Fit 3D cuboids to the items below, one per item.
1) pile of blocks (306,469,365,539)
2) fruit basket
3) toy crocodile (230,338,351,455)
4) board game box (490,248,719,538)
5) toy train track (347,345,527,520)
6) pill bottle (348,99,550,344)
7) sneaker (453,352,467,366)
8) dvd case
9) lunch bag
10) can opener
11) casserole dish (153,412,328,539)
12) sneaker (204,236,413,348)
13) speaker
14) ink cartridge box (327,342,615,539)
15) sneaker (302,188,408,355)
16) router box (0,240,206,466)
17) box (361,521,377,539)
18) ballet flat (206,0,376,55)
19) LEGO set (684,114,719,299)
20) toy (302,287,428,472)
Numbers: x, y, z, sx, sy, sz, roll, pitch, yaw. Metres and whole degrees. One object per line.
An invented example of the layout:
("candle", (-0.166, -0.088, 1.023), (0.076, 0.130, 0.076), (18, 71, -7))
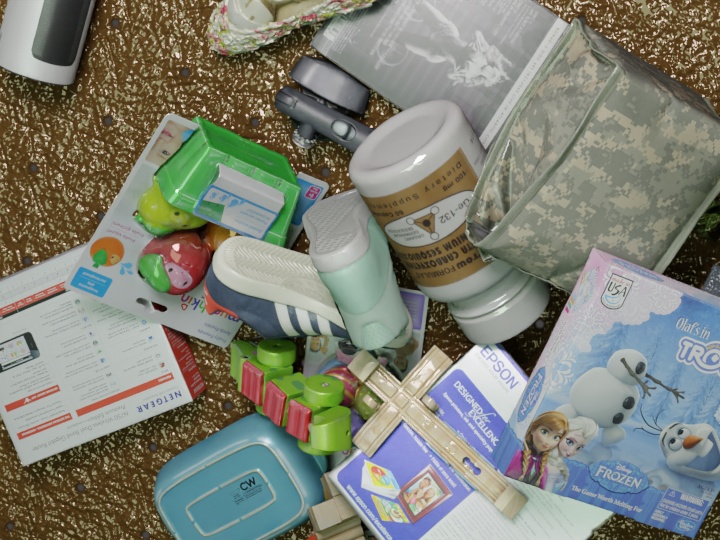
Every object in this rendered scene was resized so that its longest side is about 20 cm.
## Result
("pile of blocks", (-0.029, 0.278, 1.457), (0.061, 0.082, 0.203), (-18, 115, -18))
("fruit basket", (-0.148, -0.029, 1.406), (0.184, 0.094, 0.201), (23, 107, -31))
("toy crocodile", (-0.069, 0.118, 1.417), (0.199, 0.061, 0.068), (33, 123, 46))
("board game box", (0.239, 0.107, 1.276), (0.198, 0.043, 0.201), (19, 105, -20))
("toy train track", (0.067, 0.144, 1.348), (0.200, 0.033, 0.115), (42, 89, 10))
("pill bottle", (0.084, -0.038, 1.335), (0.113, 0.115, 0.201), (-27, 116, 15))
("sneaker", (0.143, 0.128, 1.413), (0.198, 0.076, 0.117), (-14, 100, 16))
("dvd case", (0.075, -0.212, 1.387), (0.199, 0.016, 0.150), (35, 98, 4))
("lunch bag", (0.195, -0.075, 1.263), (0.163, 0.118, 0.201), (23, 112, -28))
("can opener", (0.010, -0.119, 1.400), (0.199, 0.063, 0.079), (33, 104, 4))
("casserole dish", (-0.121, 0.220, 1.489), (0.199, 0.039, 0.122), (-30, 98, 22))
("sneaker", (-0.051, 0.036, 1.397), (0.198, 0.076, 0.085), (22, 132, -13))
("speaker", (-0.280, -0.281, 1.419), (0.080, 0.081, 0.202), (20, 103, 7))
("ink cartridge box", (0.106, 0.197, 1.374), (0.199, 0.047, 0.198), (-40, 79, -1))
("sneaker", (0.000, 0.000, 1.365), (0.073, 0.201, 0.119), (-19, 110, 11))
("router box", (-0.278, 0.074, 1.501), (0.198, 0.049, 0.182), (-21, 96, 14))
("box", (0.101, 0.278, 1.471), (0.197, 0.035, 0.112), (-15, 98, 13))
("ballet flat", (-0.065, -0.254, 1.376), (0.198, 0.064, 0.077), (-18, 71, 22))
("LEGO set", (0.321, -0.029, 1.351), (0.153, 0.115, 0.202), (28, 103, 35))
("toy", (-0.005, 0.112, 1.454), (0.113, 0.047, 0.203), (10, 102, 11))
